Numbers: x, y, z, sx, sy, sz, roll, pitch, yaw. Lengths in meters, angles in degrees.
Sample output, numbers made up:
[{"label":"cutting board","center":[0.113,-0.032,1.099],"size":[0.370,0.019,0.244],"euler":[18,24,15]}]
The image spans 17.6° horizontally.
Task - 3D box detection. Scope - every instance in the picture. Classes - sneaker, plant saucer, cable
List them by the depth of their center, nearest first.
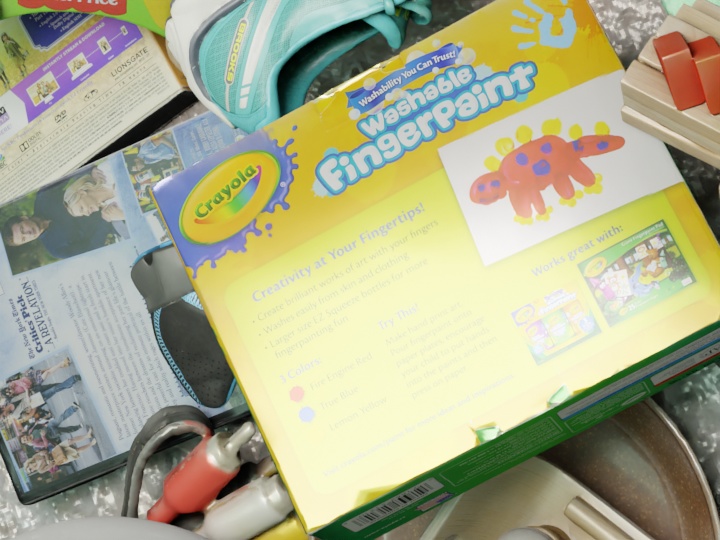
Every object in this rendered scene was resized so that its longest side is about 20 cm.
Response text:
[{"label":"sneaker","center":[0.008,-0.137,0.999],"size":[0.200,0.077,0.080],"euler":[-45,69,11]},{"label":"plant saucer","center":[0.073,0.130,1.055],"size":[0.200,0.037,0.201],"euler":[0,91,25]},{"label":"sneaker","center":[0.000,0.000,1.060],"size":[0.199,0.073,0.082],"euler":[-18,92,8]},{"label":"cable","center":[-0.104,0.141,1.115],"size":[0.200,0.050,0.097],"euler":[-42,113,14]}]

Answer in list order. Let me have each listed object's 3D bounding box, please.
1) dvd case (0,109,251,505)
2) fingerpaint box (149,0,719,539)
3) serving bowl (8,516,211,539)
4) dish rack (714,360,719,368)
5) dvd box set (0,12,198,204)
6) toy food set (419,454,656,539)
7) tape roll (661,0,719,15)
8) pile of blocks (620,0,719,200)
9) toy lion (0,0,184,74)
[{"label":"dvd case","center":[-0.105,0.015,1.126],"size":[0.200,0.018,0.143],"euler":[-23,88,16]},{"label":"fingerpaint box","center":[0.039,-0.003,0.967],"size":[0.200,0.073,0.167],"euler":[-29,72,6]},{"label":"serving bowl","center":[-0.108,0.191,1.094],"size":[0.199,0.066,0.201],"euler":[3,121,6]},{"label":"dish rack","center":[0.249,0.035,0.940],"size":[0.200,0.055,0.154],"euler":[47,131,16]},{"label":"dvd box set","center":[-0.182,-0.134,1.171],"size":[0.146,0.029,0.200],"euler":[-35,77,21]},{"label":"toy food set","center":[0.096,0.188,0.992],"size":[0.200,0.060,0.144],"euler":[38,105,20]},{"label":"tape roll","center":[0.219,-0.159,0.980],"size":[0.200,0.048,0.201],"euler":[0,91,25]},{"label":"pile of blocks","center":[0.173,-0.032,0.869],"size":[0.082,0.062,0.200],"euler":[-33,68,-2]},{"label":"toy lion","center":[-0.109,-0.183,1.040],"size":[0.199,0.069,0.192],"euler":[4,127,0]}]
